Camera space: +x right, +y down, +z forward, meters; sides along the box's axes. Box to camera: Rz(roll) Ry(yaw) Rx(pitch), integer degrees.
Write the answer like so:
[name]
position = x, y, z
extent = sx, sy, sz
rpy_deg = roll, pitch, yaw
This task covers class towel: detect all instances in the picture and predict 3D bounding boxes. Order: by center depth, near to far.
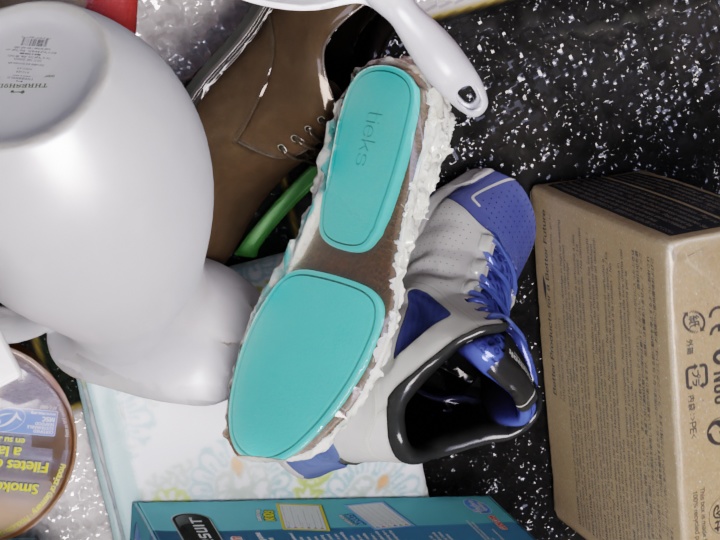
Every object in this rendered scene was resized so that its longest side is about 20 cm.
[towel]
position = -0.055, 0.095, 0.941
extent = 0.170, 0.048, 0.201
rpy_deg = -16, 107, -15

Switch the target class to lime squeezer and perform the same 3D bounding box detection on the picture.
[lime squeezer]
position = -0.018, -0.103, 0.916
extent = 0.070, 0.038, 0.201
rpy_deg = 10, 102, 15

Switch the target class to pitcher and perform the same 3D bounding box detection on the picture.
[pitcher]
position = -0.143, -0.023, 0.788
extent = 0.171, 0.122, 0.200
rpy_deg = -1, 146, 12

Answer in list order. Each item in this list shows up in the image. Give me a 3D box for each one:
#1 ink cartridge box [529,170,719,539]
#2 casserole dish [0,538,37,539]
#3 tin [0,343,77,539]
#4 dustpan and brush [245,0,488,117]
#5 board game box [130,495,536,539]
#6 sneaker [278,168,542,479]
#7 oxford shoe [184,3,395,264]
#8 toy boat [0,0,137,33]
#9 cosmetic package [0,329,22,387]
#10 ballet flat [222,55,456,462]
[ink cartridge box]
position = 0.160, 0.059, 0.929
extent = 0.075, 0.165, 0.201
rpy_deg = -11, 106, -15
[casserole dish]
position = -0.219, 0.193, 0.900
extent = 0.199, 0.039, 0.122
rpy_deg = -10, 122, -3
[tin]
position = -0.245, 0.082, 0.888
extent = 0.199, 0.042, 0.113
rpy_deg = 7, 97, -17
[dustpan and brush]
position = -0.010, -0.143, 0.754
extent = 0.139, 0.057, 0.200
rpy_deg = -37, 96, 12
[board game box]
position = -0.002, 0.159, 0.867
extent = 0.199, 0.151, 0.047
rpy_deg = 1, 102, -18
[sneaker]
position = 0.053, 0.036, 0.882
extent = 0.200, 0.115, 0.081
rpy_deg = -49, 127, -35
[oxford shoe]
position = -0.039, -0.074, 0.860
extent = 0.073, 0.084, 0.201
rpy_deg = -1, 125, -58
[toy boat]
position = -0.098, -0.181, 0.824
extent = 0.130, 0.130, 0.201
rpy_deg = 18, 98, -30
[cosmetic package]
position = -0.214, -0.028, 0.686
extent = 0.085, 0.108, 0.201
rpy_deg = -28, 92, -16
[ballet flat]
position = 0.000, 0.000, 0.820
extent = 0.071, 0.072, 0.201
rpy_deg = 22, 89, -19
